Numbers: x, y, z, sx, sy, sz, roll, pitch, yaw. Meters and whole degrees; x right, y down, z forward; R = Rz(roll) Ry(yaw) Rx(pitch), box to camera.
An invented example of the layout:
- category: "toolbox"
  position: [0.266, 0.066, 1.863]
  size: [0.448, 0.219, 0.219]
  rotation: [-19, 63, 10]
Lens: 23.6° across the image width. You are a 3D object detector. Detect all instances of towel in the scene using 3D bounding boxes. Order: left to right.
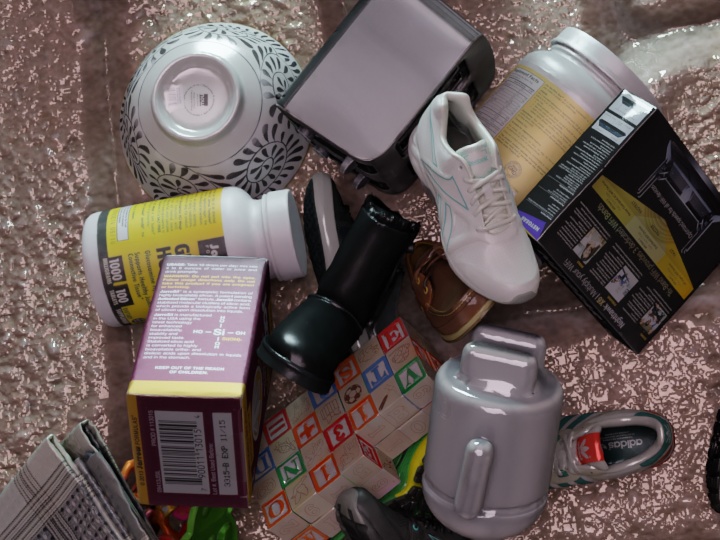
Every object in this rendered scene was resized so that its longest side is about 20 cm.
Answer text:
- category: "towel"
  position: [-0.256, 0.259, 1.531]
  size: [0.200, 0.034, 0.193]
  rotation: [-45, 70, 31]

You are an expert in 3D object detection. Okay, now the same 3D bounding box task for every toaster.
- category: "toaster"
  position: [0.031, -0.178, 1.610]
  size: [0.118, 0.181, 0.200]
  rotation: [39, 89, 11]

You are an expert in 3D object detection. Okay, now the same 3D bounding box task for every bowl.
- category: "bowl"
  position: [-0.150, -0.158, 1.674]
  size: [0.199, 0.094, 0.202]
  rotation: [-1, 80, 7]

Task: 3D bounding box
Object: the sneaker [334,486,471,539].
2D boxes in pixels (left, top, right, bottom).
- category: "sneaker"
  position: [0.049, 0.249, 1.557]
  size: [0.079, 0.200, 0.075]
  rotation: [-47, 35, -12]

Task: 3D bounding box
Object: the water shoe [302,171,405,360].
- category: "water shoe"
  position: [0.000, 0.000, 1.650]
  size: [0.078, 0.071, 0.201]
  rotation: [-13, 84, -15]

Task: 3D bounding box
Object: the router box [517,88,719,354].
- category: "router box"
  position: [0.244, -0.041, 1.554]
  size: [0.157, 0.200, 0.052]
  rotation: [-47, 40, -2]

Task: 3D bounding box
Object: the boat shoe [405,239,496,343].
- category: "boat shoe"
  position: [0.076, 0.013, 1.557]
  size: [0.068, 0.200, 0.072]
  rotation: [43, 92, -11]

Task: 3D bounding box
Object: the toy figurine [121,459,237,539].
- category: "toy figurine"
  position: [-0.223, 0.234, 1.596]
  size: [0.183, 0.150, 0.201]
  rotation: [22, 107, 20]

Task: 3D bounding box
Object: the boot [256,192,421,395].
- category: "boot"
  position: [-0.013, 0.018, 1.512]
  size: [0.073, 0.198, 0.163]
  rotation: [32, 98, 5]

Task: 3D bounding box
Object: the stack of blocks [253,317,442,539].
- category: "stack of blocks"
  position: [-0.007, 0.151, 1.575]
  size: [0.200, 0.059, 0.115]
  rotation: [-39, 40, 12]

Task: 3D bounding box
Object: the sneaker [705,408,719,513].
- category: "sneaker"
  position: [0.374, 0.130, 1.568]
  size: [0.087, 0.076, 0.201]
  rotation: [14, 83, 4]

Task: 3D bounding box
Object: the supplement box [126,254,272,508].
- category: "supplement box"
  position: [-0.138, 0.096, 1.528]
  size: [0.102, 0.132, 0.201]
  rotation: [1, 37, 4]

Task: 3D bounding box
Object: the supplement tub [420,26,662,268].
- category: "supplement tub"
  position: [0.168, -0.111, 1.596]
  size: [0.145, 0.145, 0.200]
  rotation: [43, 88, 12]

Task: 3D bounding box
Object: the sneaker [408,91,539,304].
- category: "sneaker"
  position: [0.097, -0.063, 1.470]
  size: [0.070, 0.080, 0.201]
  rotation: [-17, 66, -20]

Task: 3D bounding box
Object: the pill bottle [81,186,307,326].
- category: "pill bottle"
  position: [-0.156, -0.017, 1.642]
  size: [0.199, 0.112, 0.113]
  rotation: [-11, 79, 6]

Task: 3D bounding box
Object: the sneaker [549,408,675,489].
- category: "sneaker"
  position: [0.191, 0.162, 1.574]
  size: [0.198, 0.093, 0.071]
  rotation: [-10, 79, 6]

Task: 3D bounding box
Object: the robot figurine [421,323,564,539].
- category: "robot figurine"
  position: [0.114, 0.150, 1.499]
  size: [0.112, 0.170, 0.201]
  rotation: [13, 113, 16]

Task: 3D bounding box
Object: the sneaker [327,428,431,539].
- category: "sneaker"
  position: [0.033, 0.199, 1.612]
  size: [0.200, 0.078, 0.085]
  rotation: [-50, 42, 5]
